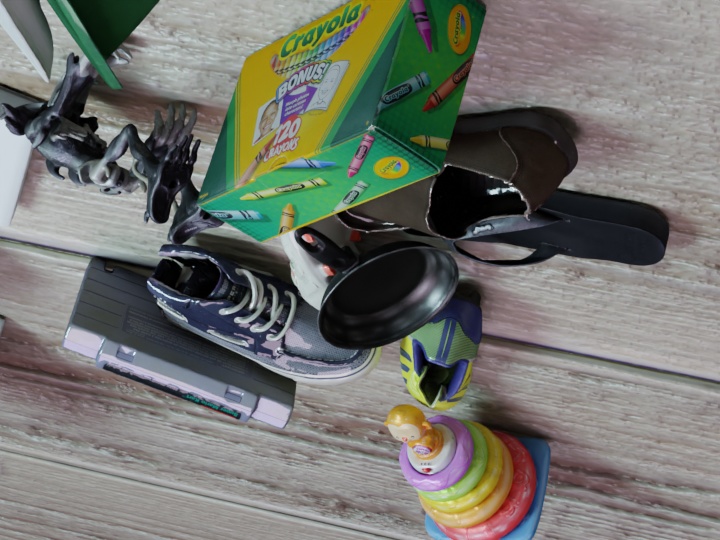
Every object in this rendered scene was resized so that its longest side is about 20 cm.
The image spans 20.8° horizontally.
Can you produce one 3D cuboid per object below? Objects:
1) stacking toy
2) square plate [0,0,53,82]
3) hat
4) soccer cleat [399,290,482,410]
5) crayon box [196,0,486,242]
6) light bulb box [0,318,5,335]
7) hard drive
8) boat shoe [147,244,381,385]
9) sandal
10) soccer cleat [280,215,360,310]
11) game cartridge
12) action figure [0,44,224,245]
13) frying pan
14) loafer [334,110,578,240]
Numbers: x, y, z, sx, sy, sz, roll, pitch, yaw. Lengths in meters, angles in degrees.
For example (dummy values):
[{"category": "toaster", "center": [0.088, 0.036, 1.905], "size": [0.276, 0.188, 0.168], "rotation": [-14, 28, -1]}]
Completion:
[{"category": "stacking toy", "center": [0.078, 0.166, 1.726], "size": [0.116, 0.110, 0.200], "rotation": [1, 155, 31]}, {"category": "square plate", "center": [-0.243, -0.228, 1.112], "size": [0.200, 0.028, 0.198], "rotation": [52, 170, 29]}, {"category": "hat", "center": [-0.120, -0.220, 1.174], "size": [0.200, 0.176, 0.166], "rotation": [51, 174, 42]}, {"category": "soccer cleat", "center": [0.060, 0.081, 1.606], "size": [0.064, 0.084, 0.200], "rotation": [15, 155, 3]}, {"category": "crayon box", "center": [-0.015, -0.101, 1.239], "size": [0.058, 0.119, 0.200], "rotation": [30, 152, -27]}, {"category": "light bulb box", "center": [-0.471, 0.117, 1.880], "size": [0.199, 0.199, 0.125], "rotation": [20, 153, -9]}, {"category": "hard drive", "center": [-0.324, -0.102, 1.540], "size": [0.131, 0.027, 0.200], "rotation": [21, 155, -8]}, {"category": "boat shoe", "center": [-0.083, 0.036, 1.597], "size": [0.199, 0.075, 0.093], "rotation": [15, 167, 13]}, {"category": "sandal", "center": [0.117, -0.029, 1.393], "size": [0.199, 0.043, 0.076], "rotation": [7, 153, 21]}, {"category": "soccer cleat", "center": [-0.030, -0.007, 1.507], "size": [0.077, 0.070, 0.200], "rotation": [6, 156, 29]}, {"category": "game cartridge", "center": [-0.149, 0.063, 1.664], "size": [0.199, 0.130, 0.038], "rotation": [21, 120, -8]}, {"category": "action figure", "center": [-0.168, -0.096, 1.376], "size": [0.200, 0.102, 0.119], "rotation": [31, 177, 39]}, {"category": "frying pan", "center": [-0.009, 0.012, 1.438], "size": [0.190, 0.031, 0.115], "rotation": [10, 131, -42]}, {"category": "loafer", "center": [0.049, -0.059, 1.326], "size": [0.199, 0.071, 0.073], "rotation": [-12, 126, 40]}]
